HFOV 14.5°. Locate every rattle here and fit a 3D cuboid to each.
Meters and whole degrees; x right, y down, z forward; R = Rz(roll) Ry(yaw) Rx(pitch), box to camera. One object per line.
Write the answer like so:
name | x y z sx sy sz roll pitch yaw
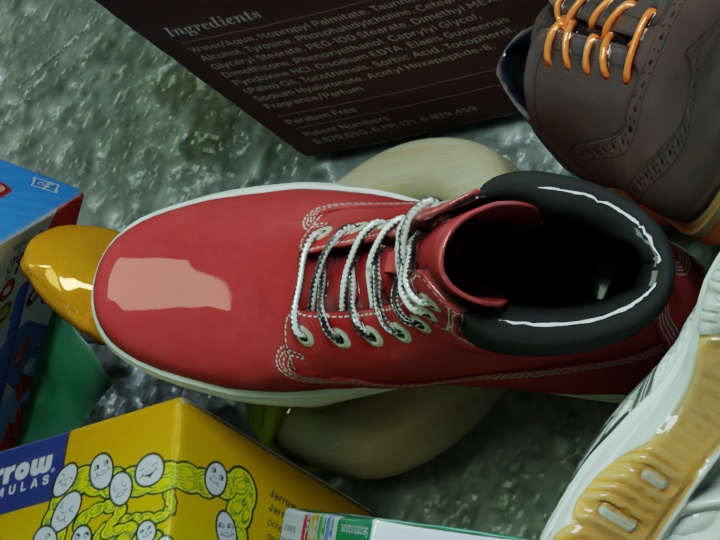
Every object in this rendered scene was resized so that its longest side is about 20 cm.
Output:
rattle | 0.014 -0.021 0.940 0.200 0.143 0.130 -22 33 38

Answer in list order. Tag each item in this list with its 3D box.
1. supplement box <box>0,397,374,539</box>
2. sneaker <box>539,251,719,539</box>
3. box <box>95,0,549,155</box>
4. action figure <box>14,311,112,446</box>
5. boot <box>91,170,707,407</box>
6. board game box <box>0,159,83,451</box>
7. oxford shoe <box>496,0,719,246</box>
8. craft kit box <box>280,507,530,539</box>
supplement box | -0.073 0.160 0.919 0.109 0.110 0.200 -18 54 33
sneaker | 0.112 0.028 0.791 0.200 0.076 0.088 -49 4 5
box | -0.003 -0.164 0.993 0.164 0.200 0.166 -9 60 37
action figure | -0.171 0.076 1.099 0.200 0.055 0.118 -48 44 18
boot | 0.000 0.000 0.839 0.200 0.144 0.072 2 82 15
board game box | -0.174 0.074 0.950 0.056 0.200 0.196 20 109 9
oxford shoe | 0.083 -0.053 0.819 0.071 0.073 0.200 -62 7 -8
craft kit box | -0.005 0.162 0.743 0.200 0.048 0.198 147 129 -81
